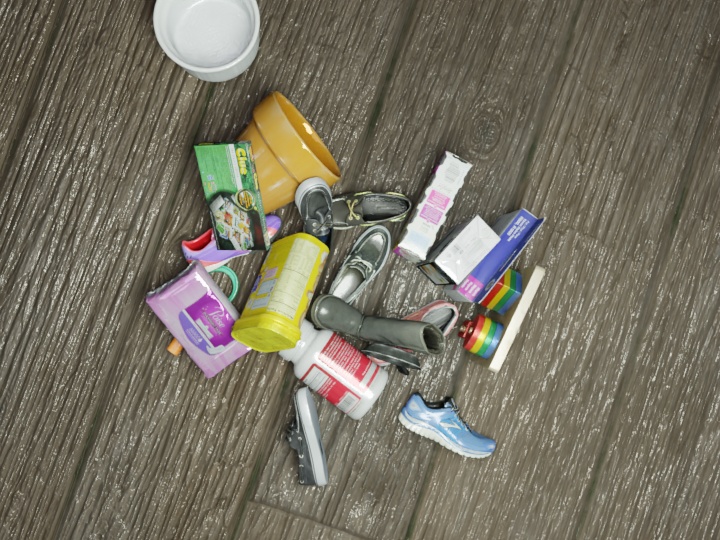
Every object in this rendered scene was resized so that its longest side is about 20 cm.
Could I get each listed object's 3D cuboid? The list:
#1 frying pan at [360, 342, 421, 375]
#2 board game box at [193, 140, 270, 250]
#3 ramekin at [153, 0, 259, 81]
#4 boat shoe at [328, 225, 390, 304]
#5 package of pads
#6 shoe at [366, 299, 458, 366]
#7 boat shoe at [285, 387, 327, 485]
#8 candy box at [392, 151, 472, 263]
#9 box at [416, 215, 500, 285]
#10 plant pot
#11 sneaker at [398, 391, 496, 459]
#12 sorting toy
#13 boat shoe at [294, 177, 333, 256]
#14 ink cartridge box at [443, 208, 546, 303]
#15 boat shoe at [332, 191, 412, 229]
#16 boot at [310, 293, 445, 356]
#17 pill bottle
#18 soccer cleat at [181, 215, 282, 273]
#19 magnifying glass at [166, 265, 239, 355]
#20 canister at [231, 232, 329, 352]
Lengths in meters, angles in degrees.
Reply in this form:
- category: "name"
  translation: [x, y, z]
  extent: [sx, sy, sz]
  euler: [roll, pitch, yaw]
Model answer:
- category: "frying pan"
  translation: [0.080, 0.170, 1.146]
  extent: [0.115, 0.190, 0.031]
  euler: [6, 74, 42]
- category: "board game box"
  translation: [-0.228, -0.131, 1.108]
  extent: [0.104, 0.023, 0.201]
  euler: [3, 117, 18]
- category: "ramekin"
  translation: [-0.291, -0.470, 1.204]
  extent: [0.199, 0.098, 0.202]
  euler: [0, 87, -3]
- category: "boat shoe"
  translation: [0.000, 0.000, 1.215]
  extent: [0.072, 0.071, 0.201]
  euler: [30, 87, -1]
- category: "package of pads"
  translation: [-0.300, 0.091, 1.172]
  extent: [0.120, 0.076, 0.200]
  euler: [-35, 108, -3]
- category: "shoe"
  translation: [0.100, 0.122, 1.205]
  extent: [0.199, 0.091, 0.072]
  euler: [-32, 90, -3]
- category: "boat shoe"
  translation: [-0.111, 0.324, 1.186]
  extent: [0.066, 0.070, 0.201]
  euler: [-10, 107, 3]
- category: "candy box"
  translation: [0.135, -0.117, 1.193]
  extent: [0.061, 0.136, 0.201]
  euler: [26, 86, 0]
- category: "box"
  translation: [0.179, -0.033, 1.161]
  extent: [0.060, 0.200, 0.117]
  euler: [44, 85, -2]
- category: "plant pot"
  translation: [-0.167, -0.200, 1.165]
  extent: [0.183, 0.200, 0.201]
  euler: [-36, 90, 12]
- category: "sneaker"
  translation: [0.179, 0.301, 1.211]
  extent: [0.199, 0.079, 0.090]
  euler: [25, 90, -2]
- category: "sorting toy"
  translation: [0.251, 0.079, 1.162]
  extent: [0.069, 0.199, 0.201]
  euler: [26, 87, 3]
- category: "boat shoe"
  translation: [-0.079, -0.088, 1.150]
  extent: [0.070, 0.200, 0.066]
  euler: [-19, 60, -18]
- category: "ink cartridge box"
  translation: [0.245, -0.027, 1.164]
  extent: [0.043, 0.200, 0.197]
  euler: [39, 86, -1]
- category: "boat shoe"
  translation: [0.004, -0.124, 1.224]
  extent: [0.200, 0.061, 0.072]
  euler: [-6, 88, -3]
- category: "boot"
  translation: [0.032, 0.103, 1.118]
  extent: [0.199, 0.181, 0.073]
  euler: [14, 83, 42]
- category: "pill bottle"
  translation: [-0.055, 0.185, 1.186]
  extent: [0.200, 0.112, 0.112]
  euler: [37, 87, -1]
- category: "soccer cleat"
  translation: [-0.248, -0.064, 1.197]
  extent: [0.199, 0.068, 0.073]
  euler: [-26, 132, -1]
- category: "magnifying glass"
  translation: [-0.316, 0.079, 1.222]
  extent: [0.079, 0.022, 0.200]
  euler: [35, 88, -2]
- category: "canister"
  translation: [-0.145, 0.040, 1.141]
  extent: [0.086, 0.148, 0.201]
  euler: [35, 60, -29]
